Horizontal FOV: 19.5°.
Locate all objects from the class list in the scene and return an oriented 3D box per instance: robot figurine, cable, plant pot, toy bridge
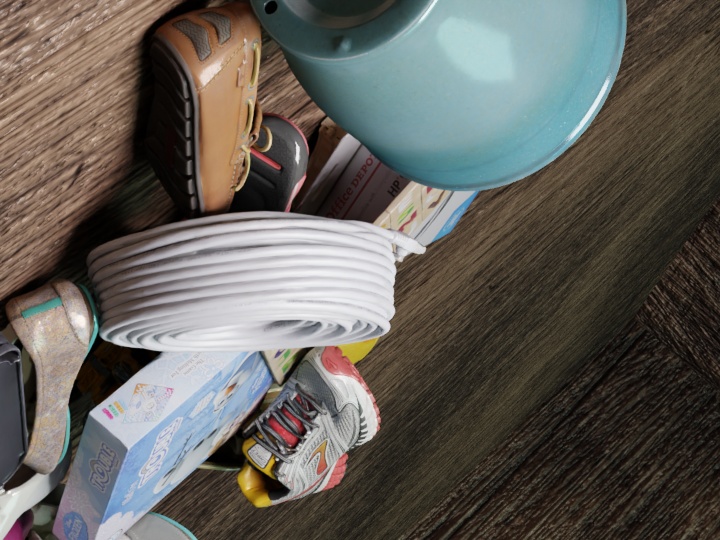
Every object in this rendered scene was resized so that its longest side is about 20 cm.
[{"bbox_3d":[-0.152,0.068,1.596,0.145,0.058,0.200,-51,168,10],"label":"robot figurine"},{"bbox_3d":[-0.076,0.012,1.367,0.200,0.069,0.200,-9,169,25],"label":"cable"},{"bbox_3d":[0.032,-0.162,1.237,0.200,0.200,0.188,-50,153,11],"label":"plant pot"},{"bbox_3d":[-0.025,-0.071,1.673,0.067,0.027,0.200,-44,166,-15],"label":"toy bridge"}]

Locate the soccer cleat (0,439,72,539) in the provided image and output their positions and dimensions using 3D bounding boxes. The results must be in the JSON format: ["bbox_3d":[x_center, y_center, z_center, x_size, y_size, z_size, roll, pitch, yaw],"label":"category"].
[{"bbox_3d":[-0.283,0.182,1.498,0.200,0.069,0.078,-51,165,-21],"label":"soccer cleat"}]

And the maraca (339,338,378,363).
[{"bbox_3d":[-0.048,0.035,1.730,0.200,0.107,0.137,-20,-147,54],"label":"maraca"}]

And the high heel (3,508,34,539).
[{"bbox_3d":[-0.321,0.266,1.609,0.200,0.067,0.096,-64,173,8],"label":"high heel"}]

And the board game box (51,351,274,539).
[{"bbox_3d":[-0.130,0.103,1.530,0.199,0.043,0.200,-40,167,-32],"label":"board game box"}]

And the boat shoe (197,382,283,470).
[{"bbox_3d":[-0.094,0.141,1.734,0.200,0.076,0.072,-5,115,-17],"label":"boat shoe"}]

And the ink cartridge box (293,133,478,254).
[{"bbox_3d":[0.032,-0.067,1.656,0.116,0.067,0.200,-56,165,29],"label":"ink cartridge box"}]

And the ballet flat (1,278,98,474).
[{"bbox_3d":[-0.226,0.076,1.389,0.067,0.068,0.200,-17,147,-30],"label":"ballet flat"}]

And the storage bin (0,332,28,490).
[{"bbox_3d":[-0.269,0.090,1.181,0.135,0.094,0.200,-43,168,-22],"label":"storage bin"}]

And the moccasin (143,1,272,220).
[{"bbox_3d":[-0.090,-0.096,1.283,0.078,0.074,0.201,-30,152,-21],"label":"moccasin"}]

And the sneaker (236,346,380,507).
[{"bbox_3d":[-0.044,0.128,1.623,0.082,0.078,0.200,-24,154,-30],"label":"sneaker"}]

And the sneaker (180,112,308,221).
[{"bbox_3d":[-0.078,-0.063,1.461,0.087,0.074,0.200,-52,179,-35],"label":"sneaker"}]

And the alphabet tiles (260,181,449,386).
[{"bbox_3d":[0.000,0.000,1.557,0.200,0.008,0.167,-47,170,-7],"label":"alphabet tiles"}]

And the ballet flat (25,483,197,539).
[{"bbox_3d":[-0.203,0.215,1.627,0.064,0.200,0.067,-30,119,-36],"label":"ballet flat"}]
